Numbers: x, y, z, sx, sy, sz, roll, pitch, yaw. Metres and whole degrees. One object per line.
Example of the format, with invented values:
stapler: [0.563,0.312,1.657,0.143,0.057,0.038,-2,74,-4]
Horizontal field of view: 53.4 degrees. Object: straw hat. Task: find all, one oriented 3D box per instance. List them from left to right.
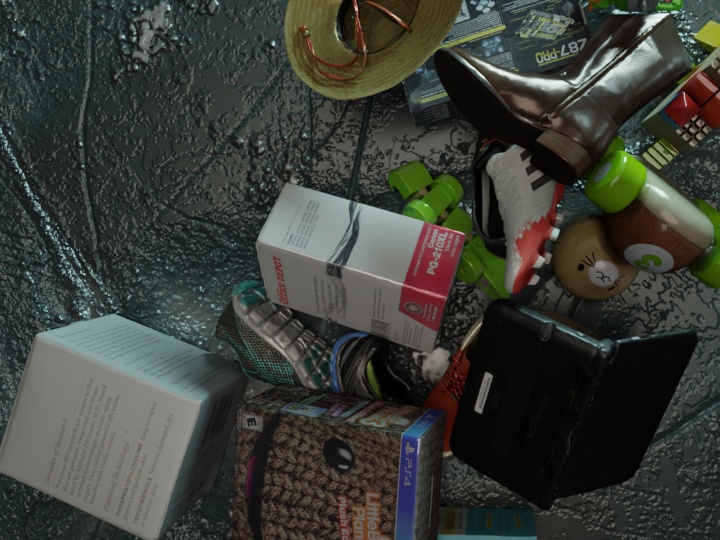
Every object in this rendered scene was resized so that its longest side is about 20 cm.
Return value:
straw hat: [0.024,-0.256,0.728,0.200,0.085,0.202,-4,80,24]

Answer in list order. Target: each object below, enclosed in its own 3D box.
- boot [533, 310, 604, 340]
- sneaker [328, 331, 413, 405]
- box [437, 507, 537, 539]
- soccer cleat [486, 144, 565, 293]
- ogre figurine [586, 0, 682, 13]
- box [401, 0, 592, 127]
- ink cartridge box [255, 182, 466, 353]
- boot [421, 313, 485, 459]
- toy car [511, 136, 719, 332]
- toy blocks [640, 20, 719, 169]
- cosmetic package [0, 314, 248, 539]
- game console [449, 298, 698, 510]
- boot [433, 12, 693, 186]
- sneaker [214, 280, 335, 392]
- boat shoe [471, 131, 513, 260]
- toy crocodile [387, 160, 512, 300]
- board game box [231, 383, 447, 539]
boot: [0.214,0.142,0.758,0.199,0.072,0.167,22,103,-25]
sneaker: [0.021,0.167,0.803,0.082,0.071,0.201,-10,95,41]
box: [0.098,0.307,0.817,0.199,0.082,0.049,-2,92,10]
soccer cleat: [0.156,-0.071,0.689,0.085,0.069,0.201,16,70,14]
ogre figurine: [0.270,-0.312,0.693,0.097,0.200,0.121,-5,108,-2]
box: [0.132,-0.260,0.768,0.199,0.049,0.162,-16,73,10]
ink cartridge box: [0.000,0.000,0.772,0.199,0.145,0.085,17,63,8]
boot: [0.113,0.122,0.781,0.075,0.107,0.200,41,99,29]
toy car: [0.254,-0.012,0.743,0.164,0.158,0.200,32,115,-10]
toy blocks: [0.365,-0.193,0.708,0.100,0.137,0.200,45,100,4]
cosmetic package: [-0.263,0.168,0.826,0.199,0.167,0.167,20,98,9]
game console: [0.203,0.125,0.711,0.175,0.116,0.201,26,124,26]
boot: [0.196,-0.199,0.680,0.186,0.064,0.200,43,75,9]
sneaker: [-0.093,0.108,0.851,0.200,0.078,0.091,49,121,2]
boat shoe: [0.157,-0.114,0.762,0.073,0.063,0.203,-4,72,26]
toy crocodile: [0.106,-0.041,0.803,0.200,0.062,0.068,47,64,-1]
board game box: [-0.022,0.219,0.742,0.199,0.097,0.161,5,96,22]
